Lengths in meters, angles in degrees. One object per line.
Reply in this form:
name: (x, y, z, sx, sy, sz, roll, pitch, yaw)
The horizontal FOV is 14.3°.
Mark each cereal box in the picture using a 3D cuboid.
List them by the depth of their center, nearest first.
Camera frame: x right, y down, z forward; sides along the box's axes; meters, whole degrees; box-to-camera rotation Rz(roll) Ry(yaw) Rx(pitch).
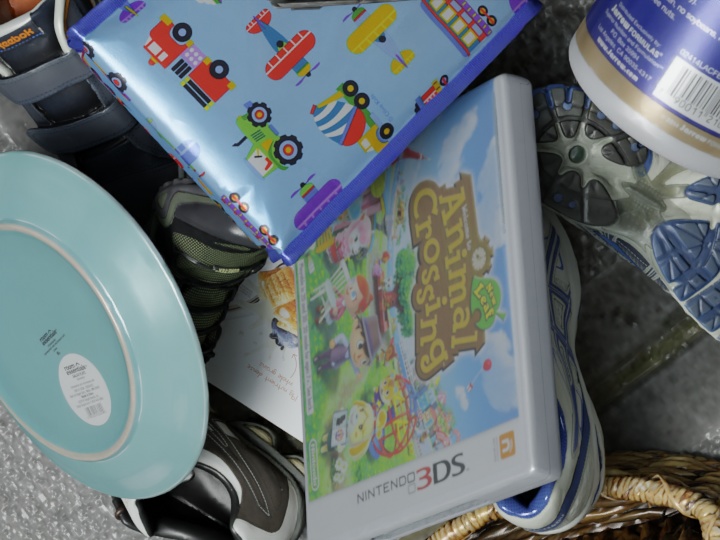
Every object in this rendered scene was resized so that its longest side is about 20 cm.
cereal box: (0.000, 0.000, 1.537, 0.143, 0.039, 0.201, 31, 114, 14)

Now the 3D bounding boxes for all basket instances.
basket: (0.112, 0.179, 1.478, 0.199, 0.149, 0.144, -13, 99, 26)

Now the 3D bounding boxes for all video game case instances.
video game case: (0.027, 0.026, 1.412, 0.182, 0.022, 0.201, -26, 61, 48)

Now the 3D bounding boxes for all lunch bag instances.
lunch bag: (-0.018, -0.125, 1.368, 0.200, 0.094, 0.151, -44, 96, -4)

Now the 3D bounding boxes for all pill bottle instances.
pill bottle: (0.195, -0.153, 1.370, 0.116, 0.116, 0.201, 37, 115, 10)

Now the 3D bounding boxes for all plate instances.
plate: (-0.158, 0.034, 1.506, 0.199, 0.026, 0.201, 25, 129, 35)

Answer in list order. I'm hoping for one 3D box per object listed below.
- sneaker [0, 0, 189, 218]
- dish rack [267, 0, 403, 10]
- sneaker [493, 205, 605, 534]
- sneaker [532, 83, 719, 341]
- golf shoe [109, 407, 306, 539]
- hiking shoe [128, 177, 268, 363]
sneaker: (-0.161, -0.108, 1.557, 0.078, 0.079, 0.201, -22, 96, 26)
dish rack: (0.034, -0.197, 1.334, 0.199, 0.055, 0.155, -6, 81, -18)
sneaker: (0.075, 0.032, 1.428, 0.075, 0.088, 0.201, -19, 85, 14)
sneaker: (0.154, -0.031, 1.450, 0.200, 0.085, 0.077, 37, 91, -12)
golf shoe: (-0.119, 0.094, 1.585, 0.199, 0.094, 0.078, 27, 114, 16)
hiking shoe: (-0.087, 0.012, 1.506, 0.200, 0.075, 0.101, -21, 67, 60)
